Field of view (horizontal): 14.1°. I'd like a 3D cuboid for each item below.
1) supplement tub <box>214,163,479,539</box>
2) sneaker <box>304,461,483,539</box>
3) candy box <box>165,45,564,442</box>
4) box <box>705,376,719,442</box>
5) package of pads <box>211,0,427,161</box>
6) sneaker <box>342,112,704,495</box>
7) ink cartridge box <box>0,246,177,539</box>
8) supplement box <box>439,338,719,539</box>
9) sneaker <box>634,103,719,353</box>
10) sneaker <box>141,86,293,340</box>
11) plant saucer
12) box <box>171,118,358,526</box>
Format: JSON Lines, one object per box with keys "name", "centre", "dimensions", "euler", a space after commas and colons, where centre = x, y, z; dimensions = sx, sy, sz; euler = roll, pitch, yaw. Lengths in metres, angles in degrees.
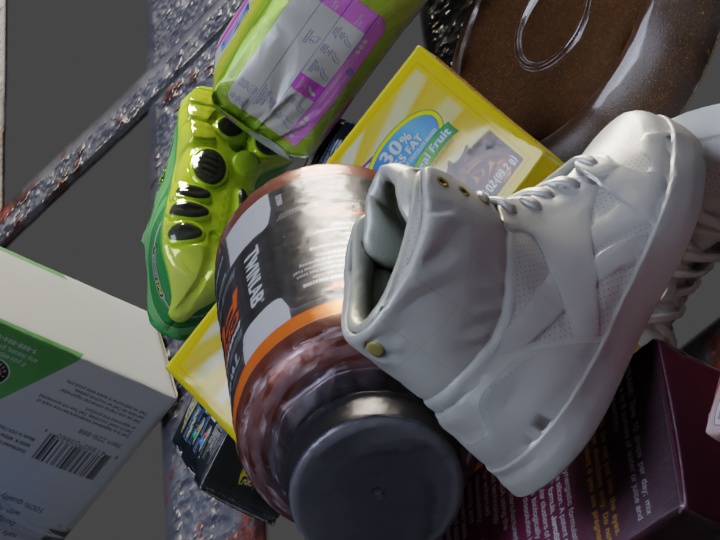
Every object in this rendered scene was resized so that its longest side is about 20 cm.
{"name": "supplement tub", "centre": [-0.005, 0.041, 1.233], "dimensions": [0.107, 0.107, 0.200], "euler": [-53, 21, 19]}
{"name": "sneaker", "centre": [0.038, 0.109, 1.360], "dimensions": [0.112, 0.077, 0.200], "euler": [-68, 20, 3]}
{"name": "candy box", "centre": [0.000, 0.000, 1.374], "dimensions": [0.200, 0.026, 0.102], "euler": [-52, 50, 6]}
{"name": "box", "centre": [0.222, -0.012, 1.105], "dimensions": [0.103, 0.095, 0.200], "euler": [1, 69, 56]}
{"name": "package of pads", "centre": [-0.002, -0.162, 1.555], "dimensions": [0.200, 0.068, 0.155], "euler": [-53, 10, 10]}
{"name": "sneaker", "centre": [0.063, -0.020, 1.160], "dimensions": [0.074, 0.116, 0.200], "euler": [-38, 18, 44]}
{"name": "ink cartridge box", "centre": [-0.224, 0.094, 1.683], "dimensions": [0.200, 0.146, 0.084], "euler": [-50, 34, 22]}
{"name": "supplement box", "centre": [0.099, 0.127, 1.205], "dimensions": [0.200, 0.110, 0.086], "euler": [-40, 39, 35]}
{"name": "sneaker", "centre": [0.139, 0.003, 1.281], "dimensions": [0.200, 0.074, 0.116], "euler": [-31, 45, 57]}
{"name": "sneaker", "centre": [-0.087, -0.035, 1.602], "dimensions": [0.084, 0.074, 0.200], "euler": [-56, 9, 32]}
{"name": "plant saucer", "centre": [0.105, -0.119, 1.453], "dimensions": [0.200, 0.032, 0.200], "euler": [-37, 39, 38]}
{"name": "box", "centre": [-0.029, 0.021, 1.490], "dimensions": [0.200, 0.046, 0.159], "euler": [-64, 10, 0]}
